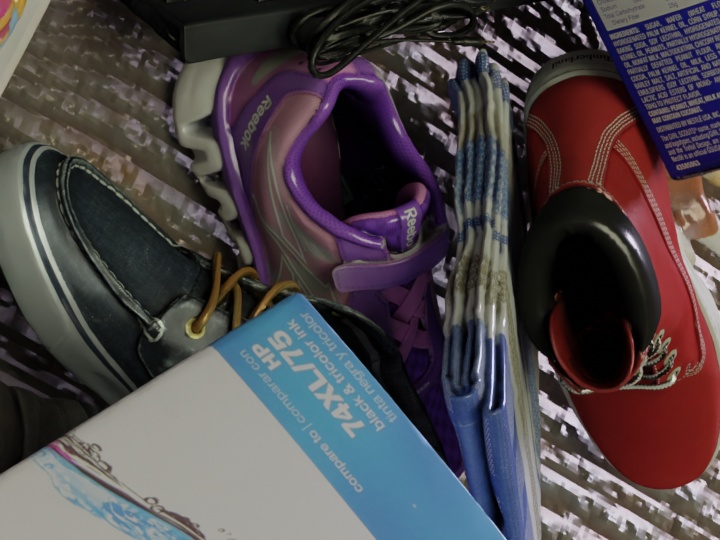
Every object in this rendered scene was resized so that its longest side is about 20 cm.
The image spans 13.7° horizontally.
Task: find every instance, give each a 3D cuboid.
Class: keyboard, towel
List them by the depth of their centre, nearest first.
[{"bbox_3d":[0.050,0.032,1.120,0.200,0.024,0.147,-87,169,-49],"label":"towel"},{"bbox_3d":[0.004,-0.119,1.128,0.200,0.104,0.040,-15,131,-37],"label":"keyboard"}]

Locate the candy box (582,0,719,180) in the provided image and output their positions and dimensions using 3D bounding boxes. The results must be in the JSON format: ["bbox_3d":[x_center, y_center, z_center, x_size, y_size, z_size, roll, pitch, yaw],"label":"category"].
[{"bbox_3d":[0.137,-0.163,1.148,0.169,0.077,0.200,-45,113,-47],"label":"candy box"}]

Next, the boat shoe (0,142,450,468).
[{"bbox_3d":[-0.048,0.021,1.085,0.200,0.091,0.071,54,28,-28],"label":"boat shoe"}]

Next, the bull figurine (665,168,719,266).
[{"bbox_3d":[0.155,-0.076,1.266,0.200,0.065,0.122,-37,112,-32],"label":"bull figurine"}]

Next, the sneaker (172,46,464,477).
[{"bbox_3d":[0.000,0.000,1.135,0.080,0.088,0.200,-32,110,-34],"label":"sneaker"}]

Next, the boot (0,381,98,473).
[{"bbox_3d":[-0.159,0.118,1.024,0.132,0.070,0.200,31,71,-34],"label":"boot"}]

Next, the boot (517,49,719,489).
[{"bbox_3d":[0.099,0.035,1.160,0.144,0.072,0.200,-83,160,-53],"label":"boot"}]

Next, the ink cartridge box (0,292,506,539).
[{"bbox_3d":[-0.069,0.135,0.941,0.146,0.147,0.200,50,47,8],"label":"ink cartridge box"}]

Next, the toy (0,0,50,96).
[{"bbox_3d":[-0.156,-0.097,1.041,0.115,0.047,0.200,39,68,-32],"label":"toy"}]
